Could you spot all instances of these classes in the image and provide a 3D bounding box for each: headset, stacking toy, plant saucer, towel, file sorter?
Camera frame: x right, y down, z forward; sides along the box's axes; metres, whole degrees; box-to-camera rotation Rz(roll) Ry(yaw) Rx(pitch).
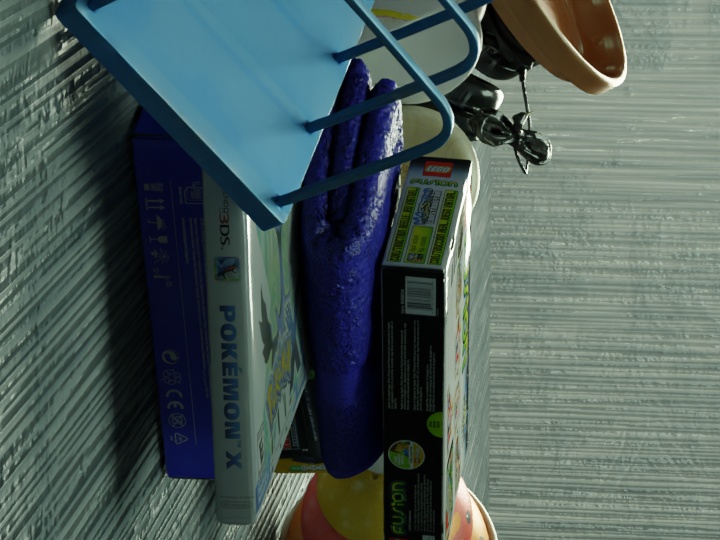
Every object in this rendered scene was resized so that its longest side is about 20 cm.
[{"bbox_3d":[0.065,-0.134,1.522,0.124,0.094,0.200,-53,-135,23],"label":"headset"},{"bbox_3d":[0.032,-0.056,1.512,0.200,0.085,0.085,-21,112,-87],"label":"stacking toy"},{"bbox_3d":[0.098,-0.195,1.463,0.200,0.032,0.200,49,24,-31],"label":"plant saucer"},{"bbox_3d":[0.015,0.143,1.515,0.200,0.146,0.146,86,8,-57],"label":"stacking toy"},{"bbox_3d":[0.000,0.000,1.309,0.200,0.050,0.148,86,5,-51],"label":"towel"},{"bbox_3d":[-0.013,-0.147,1.043,0.139,0.123,0.200,46,45,-29],"label":"file sorter"}]

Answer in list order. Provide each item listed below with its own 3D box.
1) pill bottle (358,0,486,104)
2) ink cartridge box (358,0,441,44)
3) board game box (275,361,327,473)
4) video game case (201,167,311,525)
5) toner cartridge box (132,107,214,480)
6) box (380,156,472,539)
[{"bbox_3d":[0.018,-0.189,1.480,0.200,0.111,0.111,-103,-172,-53],"label":"pill bottle"},{"bbox_3d":[0.015,-0.199,1.325,0.200,0.067,0.117,-19,-119,49],"label":"ink cartridge box"},{"bbox_3d":[-0.038,-0.005,1.466,0.200,0.057,0.165,-81,168,-46],"label":"board game box"},{"bbox_3d":[-0.048,0.000,1.178,0.200,0.022,0.182,-70,160,-70],"label":"video game case"},{"bbox_3d":[-0.077,-0.002,1.210,0.095,0.043,0.200,-75,165,-57],"label":"toner cartridge box"},{"bbox_3d":[0.037,0.051,1.328,0.110,0.035,0.200,-74,166,-55],"label":"box"}]
